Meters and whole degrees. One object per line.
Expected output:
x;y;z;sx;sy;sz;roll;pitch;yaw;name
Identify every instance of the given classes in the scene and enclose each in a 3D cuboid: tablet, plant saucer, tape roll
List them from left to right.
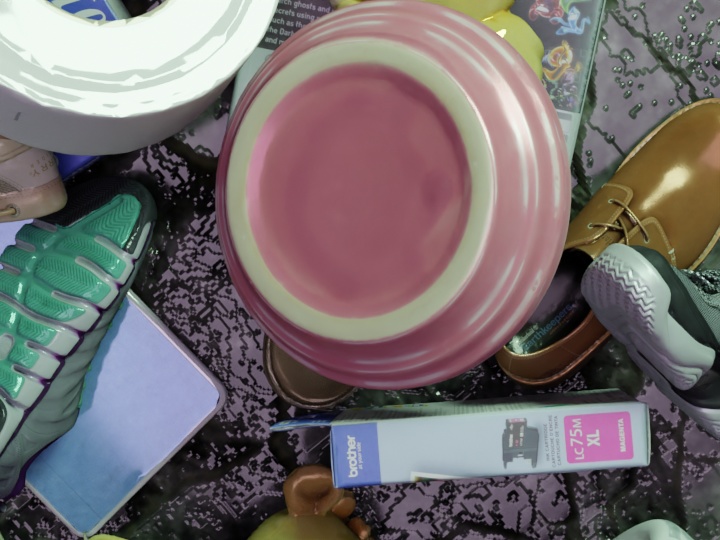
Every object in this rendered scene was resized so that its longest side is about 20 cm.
-0.189;0.047;0.957;0.130;0.014;0.200;-44;94;7;tablet
-0.143;-0.165;0.846;0.200;0.071;0.205;4;77;-19;tape roll
0.007;-0.040;0.827;0.198;0.051;0.203;0;89;25;plant saucer

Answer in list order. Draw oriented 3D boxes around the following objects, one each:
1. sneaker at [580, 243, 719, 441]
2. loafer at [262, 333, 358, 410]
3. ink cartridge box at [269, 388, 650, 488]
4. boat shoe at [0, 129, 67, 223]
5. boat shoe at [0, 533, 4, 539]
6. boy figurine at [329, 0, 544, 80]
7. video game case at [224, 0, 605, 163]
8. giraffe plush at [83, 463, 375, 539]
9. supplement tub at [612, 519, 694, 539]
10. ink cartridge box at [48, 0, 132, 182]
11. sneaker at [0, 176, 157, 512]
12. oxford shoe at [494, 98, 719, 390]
0.194;0.012;0.865;0.114;0.200;0.075;-48;51;-1;sneaker
0.000;0.000;0.900;0.076;0.068;0.201;27;112;-2;loafer
0.054;0.093;0.896;0.198;0.119;0.042;-2;89;3;ink cartridge box
-0.256;-0.037;0.908;0.198;0.072;0.065;-14;111;22;boat shoe
-0.211;0.227;0.955;0.071;0.066;0.202;-30;95;6;boat shoe
0.040;-0.167;0.870;0.124;0.064;0.201;-38;95;10;boy figurine
0.031;-0.120;0.921;0.198;0.023;0.184;12;98;2;video game case
-0.056;0.204;0.917;0.161;0.173;0.201;-23;64;-5;giraffe plush
0.201;0.248;0.909;0.200;0.123;0.123;43;97;-3;supplement tub
-0.193;-0.155;0.915;0.094;0.044;0.201;-32;95;8;ink cartridge box
-0.177;0.041;0.927;0.074;0.088;0.201;28;76;25;sneaker
0.148;-0.017;0.895;0.071;0.071;0.200;39;89;17;oxford shoe
